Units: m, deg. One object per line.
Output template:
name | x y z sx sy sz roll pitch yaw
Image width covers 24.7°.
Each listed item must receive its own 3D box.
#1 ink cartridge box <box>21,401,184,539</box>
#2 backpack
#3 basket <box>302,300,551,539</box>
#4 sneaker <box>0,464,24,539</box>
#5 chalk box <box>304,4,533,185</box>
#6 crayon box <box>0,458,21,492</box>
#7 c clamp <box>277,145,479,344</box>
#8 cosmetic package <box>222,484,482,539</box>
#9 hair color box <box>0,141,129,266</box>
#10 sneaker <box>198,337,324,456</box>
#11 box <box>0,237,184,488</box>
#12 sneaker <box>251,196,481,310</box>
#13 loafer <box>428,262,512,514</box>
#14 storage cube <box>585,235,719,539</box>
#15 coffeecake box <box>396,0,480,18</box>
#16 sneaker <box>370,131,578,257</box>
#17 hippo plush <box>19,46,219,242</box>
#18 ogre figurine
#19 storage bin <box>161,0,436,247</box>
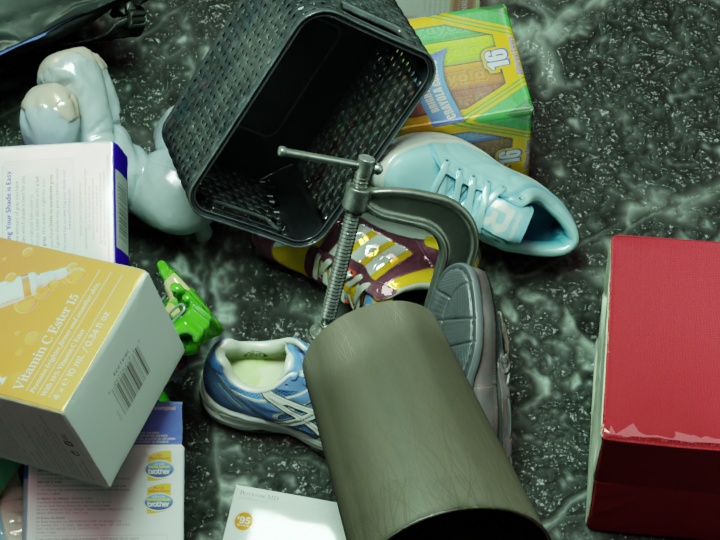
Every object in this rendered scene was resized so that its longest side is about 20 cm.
ink cartridge box | -0.192 0.198 1.226 0.118 0.042 0.203 2 86 -17
backpack | -0.316 -0.253 1.478 0.198 0.190 0.156 -22 99 -22
basket | 0.038 0.135 1.199 0.135 0.180 0.201 -31 52 12
sneaker | -0.302 0.176 1.285 0.089 0.079 0.202 -15 58 -2
chalk box | 0.041 -0.135 1.433 0.198 0.124 0.125 -10 58 -4
crayon box | -0.349 0.169 1.248 0.118 0.058 0.201 34 86 35
c clamp | 0.007 -0.001 1.321 0.169 0.202 0.027 5 26 -6
cosmetic package | -0.007 0.225 1.260 0.198 0.051 0.083 8 58 7
hair color box | -0.285 -0.038 1.300 0.198 0.065 0.111 -2 81 2
sneaker | -0.035 0.101 1.320 0.198 0.077 0.076 7 57 3
box | -0.247 0.056 1.168 0.198 0.098 0.125 11 56 23
sneaker | 0.000 0.000 1.382 0.198 0.075 0.091 8 53 7
loafer | 0.090 0.097 1.300 0.062 0.072 0.202 7 81 -35
storage cube | 0.270 0.093 1.261 0.178 0.172 0.202 4 59 6
coffeecake box | 0.008 -0.268 1.498 0.198 0.154 0.074 -11 59 -5
sneaker | 0.103 -0.060 1.355 0.198 0.075 0.082 12 15 -33
hippo plush | -0.196 -0.095 1.397 0.159 0.160 0.202 7 58 7
ogre figurine | -0.169 0.065 1.302 0.120 0.098 0.200 -44 28 -3
storage bin | -0.052 -0.133 1.303 0.134 0.201 0.094 18 29 -35
